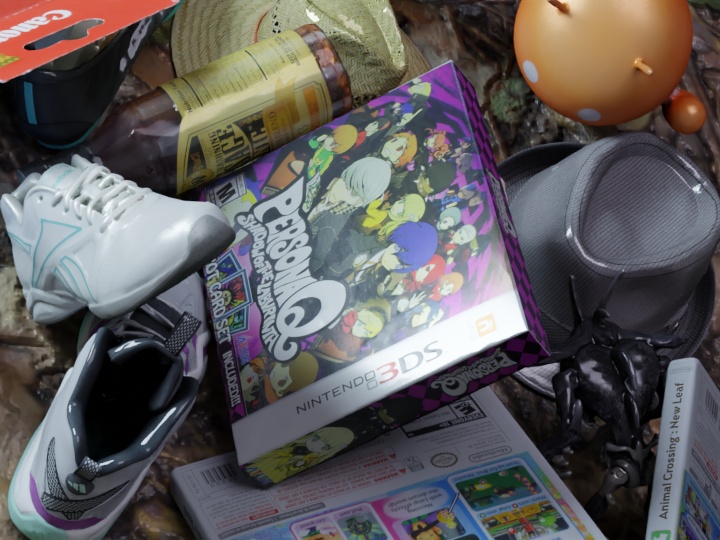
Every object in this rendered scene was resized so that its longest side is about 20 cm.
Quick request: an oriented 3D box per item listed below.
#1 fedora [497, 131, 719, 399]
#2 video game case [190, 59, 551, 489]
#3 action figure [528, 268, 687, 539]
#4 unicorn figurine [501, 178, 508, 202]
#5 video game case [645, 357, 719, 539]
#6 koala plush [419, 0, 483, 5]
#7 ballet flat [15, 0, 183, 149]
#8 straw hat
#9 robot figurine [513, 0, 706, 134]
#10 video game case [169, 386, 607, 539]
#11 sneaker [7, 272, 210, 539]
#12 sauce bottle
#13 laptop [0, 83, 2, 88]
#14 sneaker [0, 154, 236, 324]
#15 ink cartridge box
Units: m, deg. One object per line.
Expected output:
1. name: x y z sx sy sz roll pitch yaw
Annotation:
1. fedora: 0.158 -0.018 1.448 0.200 0.090 0.177 -28 75 -37
2. video game case: 0.000 0.000 1.277 0.036 0.181 0.200 46 25 -48
3. action figure: 0.142 0.106 1.354 0.119 0.102 0.200 -5 78 -31
4. unicorn figurine: 0.027 -0.014 1.343 0.074 0.200 0.138 43 64 -47
5. video game case: 0.214 0.180 1.323 0.200 0.022 0.182 53 38 -40
6. koala plush: -0.012 -0.282 1.492 0.200 0.184 0.178 -5 47 -5
7. ballet flat: -0.152 -0.161 1.381 0.068 0.068 0.200 3 47 22
8. straw hat: -0.017 -0.139 1.437 0.201 0.085 0.201 14 54 -20
9. robot figurine: 0.156 -0.153 1.481 0.116 0.200 0.144 -9 95 8
10. video game case: 0.021 0.145 1.243 0.200 0.024 0.182 -14 41 -21
11. sneaker: -0.112 0.048 1.230 0.078 0.140 0.200 27 52 -10
12. sauce bottle: -0.103 -0.080 1.341 0.200 0.066 0.066 -26 73 -13
13. laptop: -0.286 -0.088 1.251 0.177 0.103 0.200 21 53 -15
14. sneaker: -0.139 -0.020 1.216 0.070 0.200 0.080 -33 104 -32
15. ink cartridge box: -0.228 -0.167 1.284 0.200 0.050 0.162 14 28 30
